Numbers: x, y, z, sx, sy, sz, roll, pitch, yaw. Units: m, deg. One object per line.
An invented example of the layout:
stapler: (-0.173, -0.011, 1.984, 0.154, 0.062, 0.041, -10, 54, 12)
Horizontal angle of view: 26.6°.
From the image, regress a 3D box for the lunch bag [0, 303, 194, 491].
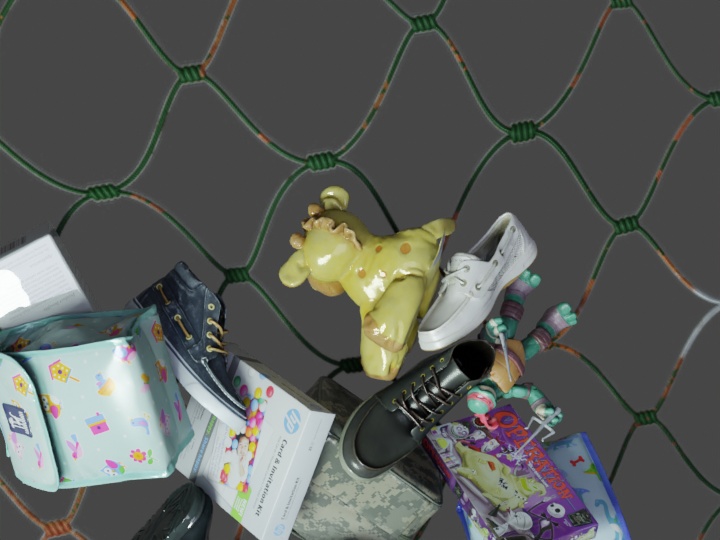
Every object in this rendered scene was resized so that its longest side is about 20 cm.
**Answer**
lunch bag: (-0.299, 0.137, 1.605, 0.199, 0.122, 0.171, -8, 110, 14)

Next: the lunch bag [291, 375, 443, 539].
lunch bag: (-0.029, 0.245, 1.743, 0.200, 0.139, 0.168, 36, 106, -16)

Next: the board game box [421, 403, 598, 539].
board game box: (0.166, 0.240, 1.721, 0.120, 0.200, 0.032, -12, 133, -25)

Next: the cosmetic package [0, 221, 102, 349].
cosmetic package: (-0.337, 0.058, 1.677, 0.101, 0.074, 0.200, -27, 108, -3)

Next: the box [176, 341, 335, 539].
box: (-0.124, 0.186, 1.683, 0.041, 0.200, 0.156, 13, 102, -43)

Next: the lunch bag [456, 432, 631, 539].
lunch bag: (0.217, 0.309, 1.768, 0.170, 0.200, 0.128, -14, 135, -8)

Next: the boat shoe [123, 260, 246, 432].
boat shoe: (-0.171, 0.080, 1.673, 0.091, 0.071, 0.200, -43, 69, -1)

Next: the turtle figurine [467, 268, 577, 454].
turtle figurine: (0.172, 0.102, 1.740, 0.150, 0.101, 0.200, 53, 50, -32)

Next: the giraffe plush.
giraffe plush: (0.000, 0.000, 1.694, 0.162, 0.173, 0.200, 22, 128, 9)

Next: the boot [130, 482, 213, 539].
boot: (-0.164, 0.329, 1.732, 0.168, 0.077, 0.200, 29, 138, -15)

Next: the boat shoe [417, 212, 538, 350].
boat shoe: (0.122, 0.009, 1.722, 0.200, 0.071, 0.069, -47, 120, -31)

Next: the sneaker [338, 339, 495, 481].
sneaker: (0.059, 0.143, 1.648, 0.075, 0.106, 0.200, 47, 57, -1)
